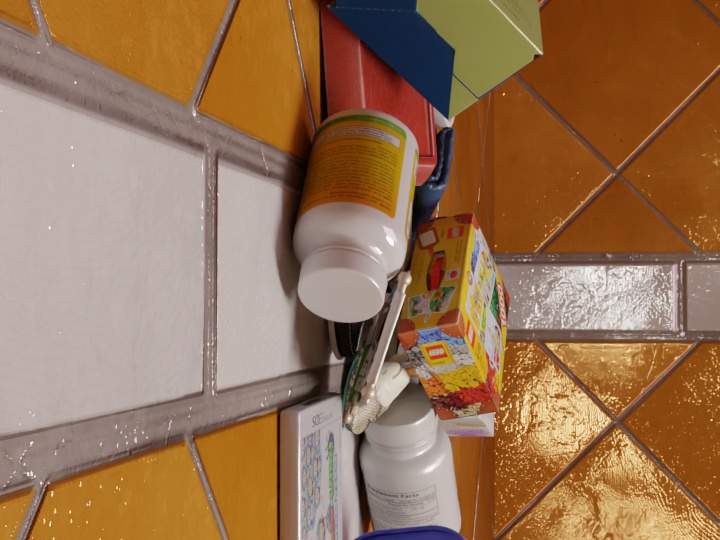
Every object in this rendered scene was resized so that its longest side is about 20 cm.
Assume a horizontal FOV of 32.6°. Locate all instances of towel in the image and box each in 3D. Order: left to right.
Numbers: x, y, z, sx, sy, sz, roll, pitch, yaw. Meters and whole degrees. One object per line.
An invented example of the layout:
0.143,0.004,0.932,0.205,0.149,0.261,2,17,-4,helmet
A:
0.067,-0.095,1.592,0.200,0.048,0.112,116,-15,-55,towel

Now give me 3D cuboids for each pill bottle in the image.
-0.006,-0.052,1.203,0.111,0.111,0.201,77,17,-49,pill bottle
0.058,0.243,1.514,0.114,0.114,0.201,-73,157,-57,pill bottle

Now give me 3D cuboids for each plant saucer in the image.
0.030,-0.197,1.384,0.199,0.037,0.201,-6,92,-58,plant saucer

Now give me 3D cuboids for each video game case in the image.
-0.046,0.229,1.220,0.182,0.024,0.201,1,90,-79,video game case

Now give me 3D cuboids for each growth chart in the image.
0.017,0.078,1.254,0.200,0.018,0.145,119,-11,-76,growth chart

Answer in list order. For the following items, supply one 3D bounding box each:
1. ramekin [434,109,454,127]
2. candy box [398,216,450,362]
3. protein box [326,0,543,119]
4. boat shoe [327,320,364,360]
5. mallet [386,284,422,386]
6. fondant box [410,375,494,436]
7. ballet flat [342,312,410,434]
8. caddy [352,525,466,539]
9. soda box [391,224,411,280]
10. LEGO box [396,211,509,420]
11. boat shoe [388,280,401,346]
0.070,-0.289,1.630,0.200,0.097,0.201,0,90,-80,ramekin
0.091,0.024,1.786,0.169,0.077,0.201,-23,113,-78,candy box
0.082,-0.316,1.338,0.198,0.135,0.200,38,36,-30,protein box
0.000,0.000,1.363,0.076,0.060,0.201,50,41,-74,boat shoe
0.062,0.083,1.548,0.201,0.041,0.066,69,-23,13,mallet
0.102,0.185,1.662,0.200,0.144,0.059,50,41,-73,fondant box
0.028,0.107,1.463,0.200,0.075,0.068,-76,149,-48,ballet flat
0.060,0.363,1.350,0.105,0.199,0.142,56,34,-40,caddy
0.026,-0.090,1.478,0.064,0.067,0.201,34,57,-77,soda box
0.115,0.054,1.474,0.200,0.077,0.149,-77,148,-48,LEGO box
0.089,0.021,1.639,0.071,0.064,0.200,50,62,-33,boat shoe
